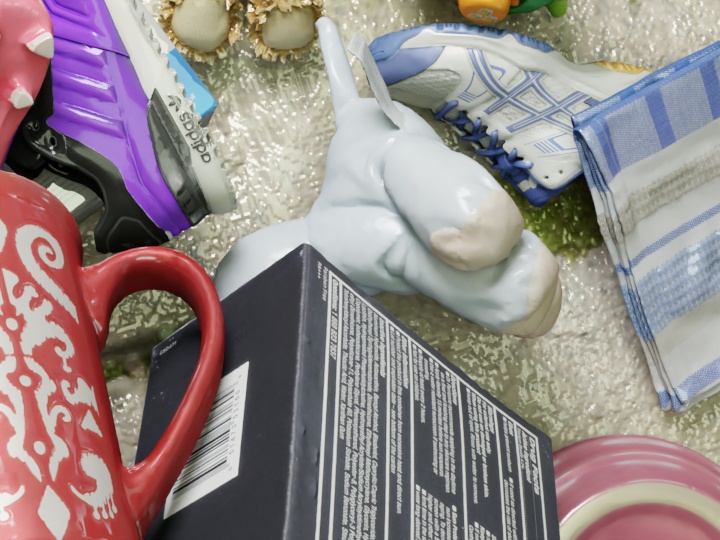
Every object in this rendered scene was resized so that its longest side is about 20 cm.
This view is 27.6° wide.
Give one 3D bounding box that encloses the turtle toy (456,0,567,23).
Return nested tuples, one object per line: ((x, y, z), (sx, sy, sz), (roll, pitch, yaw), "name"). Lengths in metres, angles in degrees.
((0.052, -0.219, 0.829), (0.101, 0.146, 0.200), (-37, 106, 12), "turtle toy")

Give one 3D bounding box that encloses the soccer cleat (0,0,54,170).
((-0.210, -0.057, 0.720), (0.066, 0.077, 0.201), (15, 114, -37), "soccer cleat")

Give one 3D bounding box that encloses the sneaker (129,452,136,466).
((-0.103, 0.172, 0.791), (0.075, 0.088, 0.201), (14, 82, -7), "sneaker")

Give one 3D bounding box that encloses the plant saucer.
((0.162, 0.198, 0.857), (0.199, 0.051, 0.202), (1, 85, -11), "plant saucer")

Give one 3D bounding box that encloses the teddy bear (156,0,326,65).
((-0.073, -0.216, 0.847), (0.144, 0.067, 0.201), (-19, 94, -11), "teddy bear")

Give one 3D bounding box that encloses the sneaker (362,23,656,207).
((0.095, -0.085, 0.858), (0.199, 0.075, 0.089), (11, 83, -9), "sneaker")

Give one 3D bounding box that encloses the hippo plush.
((0.000, 0.000, 0.789), (0.161, 0.159, 0.200), (-41, 112, 0), "hippo plush")

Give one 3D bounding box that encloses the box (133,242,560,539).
((-0.004, 0.134, 0.710), (0.198, 0.123, 0.201), (38, 34, -29), "box")

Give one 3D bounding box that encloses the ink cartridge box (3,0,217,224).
((-0.186, -0.132, 0.813), (0.116, 0.067, 0.200), (-38, 92, -12), "ink cartridge box")

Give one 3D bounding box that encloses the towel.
((0.212, -0.029, 0.867), (0.146, 0.024, 0.201), (-28, 111, -13), "towel")

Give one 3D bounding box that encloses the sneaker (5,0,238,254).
((-0.150, -0.098, 0.747), (0.099, 0.070, 0.201), (-30, 90, -7), "sneaker")

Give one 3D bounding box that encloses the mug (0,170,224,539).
((-0.151, 0.059, 0.642), (0.177, 0.133, 0.200), (-31, 50, 8), "mug")
